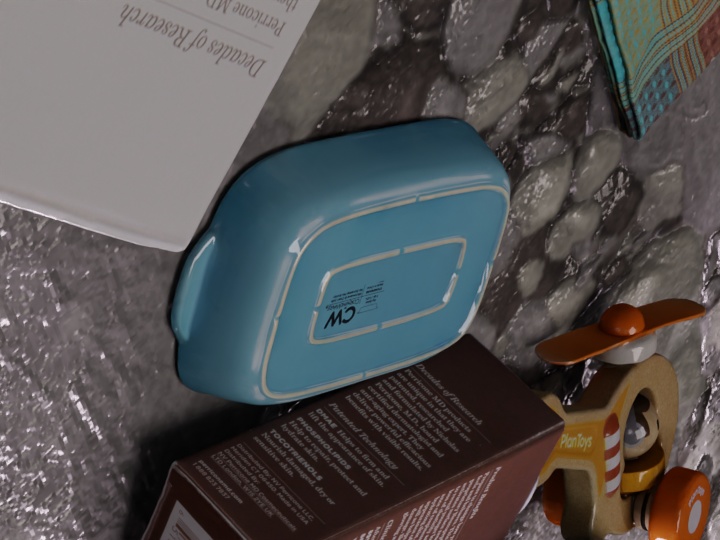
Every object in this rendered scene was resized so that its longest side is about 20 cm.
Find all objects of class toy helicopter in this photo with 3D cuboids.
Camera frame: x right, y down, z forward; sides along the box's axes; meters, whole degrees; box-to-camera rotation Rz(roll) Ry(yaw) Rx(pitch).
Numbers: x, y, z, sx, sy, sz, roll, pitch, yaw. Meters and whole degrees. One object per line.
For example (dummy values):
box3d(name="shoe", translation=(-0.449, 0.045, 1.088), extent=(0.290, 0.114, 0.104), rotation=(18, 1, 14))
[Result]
box3d(name="toy helicopter", translation=(0.119, 0.074, 1.414), extent=(0.200, 0.079, 0.133), rotation=(6, 97, -63))

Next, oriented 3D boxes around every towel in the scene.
box3d(name="towel", translation=(0.156, -0.166, 1.309), extent=(0.147, 0.022, 0.200), rotation=(-46, 147, -17))

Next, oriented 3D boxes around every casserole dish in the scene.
box3d(name="casserole dish", translation=(0.000, 0.000, 1.227), extent=(0.200, 0.039, 0.121), rotation=(-13, 127, -48))

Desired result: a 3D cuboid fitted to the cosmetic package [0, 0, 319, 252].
box3d(name="cosmetic package", translation=(-0.106, -0.141, 0.833), extent=(0.166, 0.167, 0.200), rotation=(16, 105, -58))

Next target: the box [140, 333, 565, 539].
box3d(name="box", translation=(-0.008, 0.110, 1.264), extent=(0.200, 0.075, 0.100), rotation=(-19, 145, -44))
